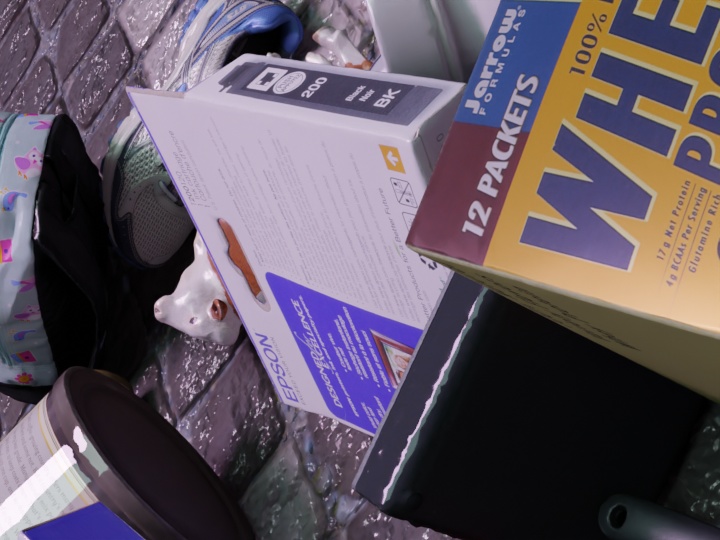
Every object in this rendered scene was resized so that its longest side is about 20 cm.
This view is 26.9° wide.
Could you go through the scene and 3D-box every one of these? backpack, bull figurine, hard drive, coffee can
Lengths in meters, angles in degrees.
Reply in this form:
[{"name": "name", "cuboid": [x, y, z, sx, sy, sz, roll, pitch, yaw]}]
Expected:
[{"name": "backpack", "cuboid": [-0.227, -0.016, 0.977, 0.201, 0.125, 0.169, 92, 177, -62]}, {"name": "bull figurine", "cuboid": [-0.052, -0.046, 0.869, 0.199, 0.065, 0.122, -35, 78, 25]}, {"name": "hard drive", "cuboid": [0.094, 0.018, 0.597, 0.033, 0.139, 0.202, 26, 92, 52]}, {"name": "coffee can", "cuboid": [-0.174, 0.173, 0.807, 0.200, 0.146, 0.147, -44, 39, 5]}]

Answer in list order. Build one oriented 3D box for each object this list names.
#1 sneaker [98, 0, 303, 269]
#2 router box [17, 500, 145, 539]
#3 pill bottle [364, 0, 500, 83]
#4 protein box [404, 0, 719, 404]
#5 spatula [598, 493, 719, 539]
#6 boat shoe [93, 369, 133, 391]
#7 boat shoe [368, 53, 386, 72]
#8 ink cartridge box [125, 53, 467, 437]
[{"name": "sneaker", "cuboid": [-0.099, -0.091, 0.963, 0.085, 0.077, 0.202, 26, 92, 50]}, {"name": "router box", "cuboid": [-0.088, 0.233, 0.668, 0.199, 0.049, 0.181, 32, 119, 31]}, {"name": "pill bottle", "cuboid": [0.100, -0.131, 0.624, 0.198, 0.111, 0.112, -18, 49, 4]}, {"name": "protein box", "cuboid": [0.163, -0.019, 0.480, 0.199, 0.197, 0.136, 18, 84, 54]}, {"name": "spatula", "cuboid": [0.166, 0.117, 0.536, 0.199, 0.020, 0.057, 18, 84, 41]}, {"name": "boat shoe", "cuboid": [-0.213, 0.153, 0.970, 0.201, 0.071, 0.066, -49, 34, 15]}, {"name": "boat shoe", "cuboid": [0.070, -0.136, 0.782, 0.199, 0.073, 0.067, -39, 37, 13]}, {"name": "ink cartridge box", "cuboid": [0.000, 0.000, 0.673, 0.043, 0.200, 0.199, -41, 35, -27]}]
